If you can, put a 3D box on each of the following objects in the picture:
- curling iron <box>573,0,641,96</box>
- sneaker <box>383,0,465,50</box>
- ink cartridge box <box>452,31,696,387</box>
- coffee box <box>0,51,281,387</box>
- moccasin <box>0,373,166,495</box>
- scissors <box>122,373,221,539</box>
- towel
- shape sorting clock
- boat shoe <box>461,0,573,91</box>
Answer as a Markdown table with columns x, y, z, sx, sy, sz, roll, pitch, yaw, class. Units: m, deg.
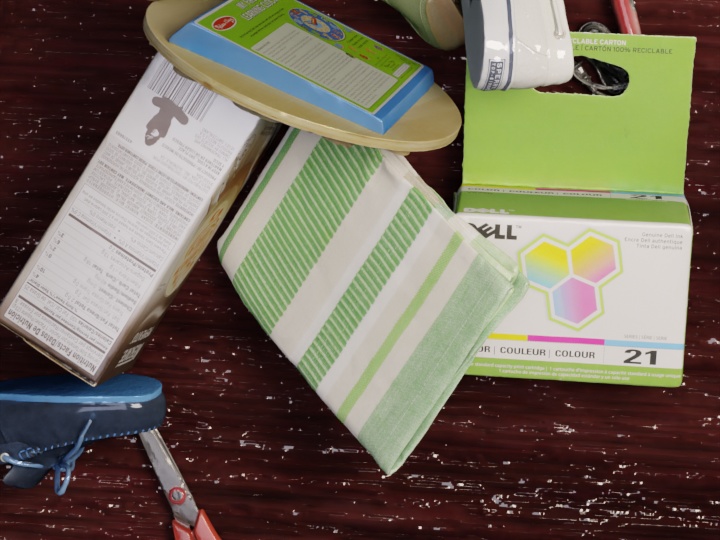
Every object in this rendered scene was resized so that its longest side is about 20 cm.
| x | y | z | sx | sy | sz | roll | pitch | yaw | class |
| --- | --- | --- | --- | --- | --- | --- | --- | --- | --- |
| 0.143 | -0.205 | 1.366 | 0.049 | 0.026 | 0.201 | -8 | 92 | 4 | curling iron |
| -0.011 | -0.213 | 1.365 | 0.090 | 0.067 | 0.201 | -30 | 90 | 14 | sneaker |
| 0.128 | -0.039 | 1.328 | 0.147 | 0.076 | 0.201 | 3 | 108 | 5 | ink cartridge box |
| -0.133 | -0.037 | 1.356 | 0.080 | 0.114 | 0.200 | 33 | 96 | 3 | coffee box |
| -0.214 | 0.106 | 1.397 | 0.199 | 0.080 | 0.069 | -6 | 97 | 20 | moccasin |
| -0.107 | 0.155 | 1.414 | 0.073 | 0.014 | 0.201 | -11 | 91 | 8 | scissors |
| 0.000 | 0.000 | 1.329 | 0.200 | 0.023 | 0.153 | 47 | 115 | 30 | towel |
| -0.035 | -0.118 | 1.299 | 0.199 | 0.200 | 0.039 | 27 | 112 | 3 | shape sorting clock |
| 0.105 | -0.197 | 1.322 | 0.086 | 0.075 | 0.203 | 1 | 57 | -8 | boat shoe |
